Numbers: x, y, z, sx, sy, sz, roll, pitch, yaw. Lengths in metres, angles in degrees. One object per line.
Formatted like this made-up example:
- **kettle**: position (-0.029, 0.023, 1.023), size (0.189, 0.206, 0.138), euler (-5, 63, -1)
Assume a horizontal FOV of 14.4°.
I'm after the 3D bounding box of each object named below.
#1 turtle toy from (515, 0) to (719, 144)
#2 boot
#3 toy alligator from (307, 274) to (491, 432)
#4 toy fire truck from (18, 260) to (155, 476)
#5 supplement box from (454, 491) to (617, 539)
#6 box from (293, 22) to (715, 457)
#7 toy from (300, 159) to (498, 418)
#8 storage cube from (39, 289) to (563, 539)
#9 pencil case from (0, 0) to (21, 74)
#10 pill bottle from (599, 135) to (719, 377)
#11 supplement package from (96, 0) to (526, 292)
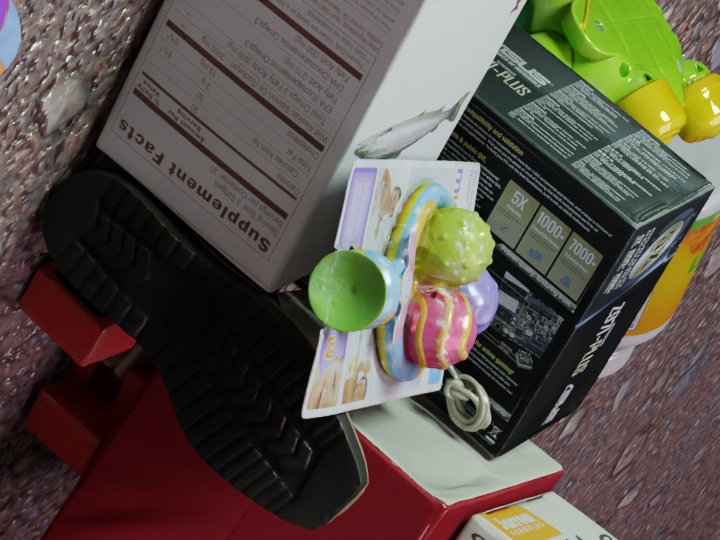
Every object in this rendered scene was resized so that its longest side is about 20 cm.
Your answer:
- **turtle toy**: position (0.114, -0.116, 1.586), size (0.101, 0.146, 0.200), euler (-35, 170, 28)
- **boot**: position (-0.046, 0.024, 1.363), size (0.077, 0.200, 0.138), euler (-41, 169, 22)
- **toy alligator**: position (0.000, 0.000, 1.431), size (0.059, 0.200, 0.054), euler (-33, 176, 36)
- **toy fire truck**: position (-0.108, 0.034, 1.471), size (0.200, 0.049, 0.141), euler (-25, 150, -51)
- **supplement box**: position (0.053, 0.217, 1.466), size (0.200, 0.074, 0.126), euler (-57, 162, 15)
- **box**: position (0.053, -0.034, 1.473), size (0.086, 0.200, 0.164), euler (-26, 150, -51)
- **toy**: position (0.032, 0.009, 1.312), size (0.200, 0.047, 0.115), euler (-2, 104, -68)
- **storage cube**: position (-0.032, 0.130, 1.489), size (0.180, 0.171, 0.200), euler (-55, 162, 15)
- **pencil case**: position (-0.165, -0.127, 0.972), size (0.088, 0.088, 0.200), euler (-43, 162, -18)
- **pill bottle**: position (0.173, -0.019, 1.924), size (0.111, 0.111, 0.200), euler (-36, 157, -36)
- **supplement package**: position (-0.012, -0.111, 1.299), size (0.117, 0.117, 0.200), euler (-28, 153, -53)
